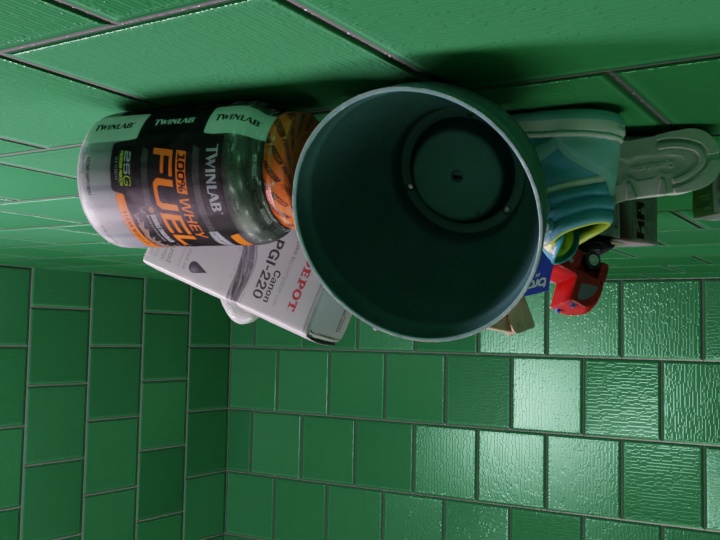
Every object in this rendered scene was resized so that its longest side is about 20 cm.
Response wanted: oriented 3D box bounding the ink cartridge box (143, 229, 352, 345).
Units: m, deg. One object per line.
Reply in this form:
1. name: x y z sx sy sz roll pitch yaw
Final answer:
1. ink cartridge box: -0.090 -0.032 0.883 0.199 0.147 0.085 22 178 21

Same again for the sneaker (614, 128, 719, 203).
1. sneaker: 0.240 -0.096 0.880 0.198 0.077 0.080 2 -174 12

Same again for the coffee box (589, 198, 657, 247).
1. coffee box: 0.254 -0.074 1.078 0.114 0.080 0.199 -3 174 44

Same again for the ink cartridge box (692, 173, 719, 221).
1. ink cartridge box: 0.483 -0.085 1.001 0.198 0.060 0.104 2 176 -15

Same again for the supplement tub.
1. supplement tub: -0.133 -0.082 0.789 0.198 0.124 0.122 -1 175 23

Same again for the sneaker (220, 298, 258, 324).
1. sneaker: -0.127 -0.003 1.160 0.075 0.201 0.105 -16 142 17

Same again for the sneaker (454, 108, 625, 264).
1. sneaker: 0.137 -0.070 0.817 0.199 0.132 0.079 -1 177 35

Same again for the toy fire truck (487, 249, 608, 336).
1. toy fire truck: 0.163 0.016 0.968 0.199 0.142 0.049 27 159 -13

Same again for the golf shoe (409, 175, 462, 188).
1. golf shoe: 0.037 -0.088 0.921 0.199 0.089 0.077 7 175 -41

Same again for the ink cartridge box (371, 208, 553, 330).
1. ink cartridge box: 0.097 -0.010 0.870 0.199 0.095 0.044 -12 -143 -23

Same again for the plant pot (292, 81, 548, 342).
1. plant pot: 0.063 -0.062 0.732 0.199 0.202 0.134 -1 -158 25

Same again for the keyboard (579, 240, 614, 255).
1. keyboard: 0.240 -0.022 1.121 0.126 0.021 0.200 2 177 10
